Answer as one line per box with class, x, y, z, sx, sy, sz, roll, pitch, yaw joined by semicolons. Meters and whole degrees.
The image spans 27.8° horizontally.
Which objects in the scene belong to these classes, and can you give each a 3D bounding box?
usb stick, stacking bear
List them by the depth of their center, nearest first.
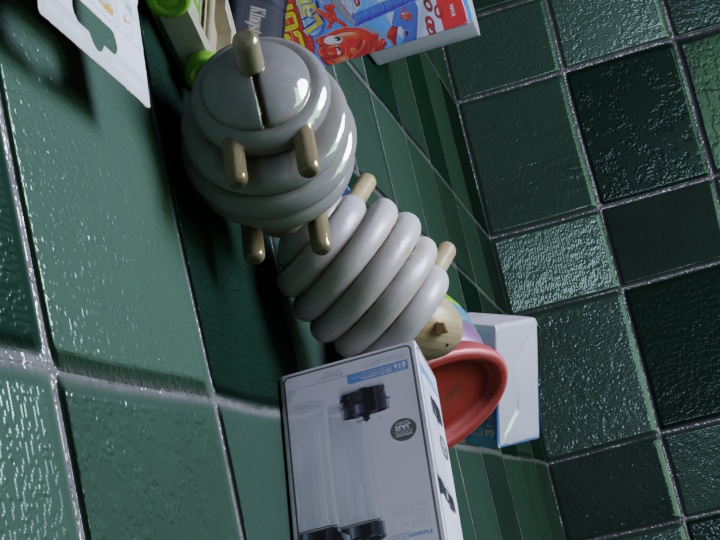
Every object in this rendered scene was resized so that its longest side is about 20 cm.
usb stick;-0.091;-0.200;1.244;0.201;0.055;0.033;-90;-155;-53
stacking bear;0.035;0.055;1.312;0.200;0.113;0.122;50;-27;42

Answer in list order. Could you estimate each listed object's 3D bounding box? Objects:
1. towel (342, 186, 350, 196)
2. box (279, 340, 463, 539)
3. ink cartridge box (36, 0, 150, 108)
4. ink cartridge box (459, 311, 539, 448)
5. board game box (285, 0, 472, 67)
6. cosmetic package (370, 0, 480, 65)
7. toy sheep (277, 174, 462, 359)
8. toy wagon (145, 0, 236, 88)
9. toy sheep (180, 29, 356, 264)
towel;-0.053;-0.100;1.307;0.112;0.048;0.201;-89;161;-54
box;0.009;0.162;1.075;0.060;0.116;0.201;61;18;-52
ink cartridge box;-0.177;-0.207;0.828;0.163;0.057;0.202;42;43;-72
ink cartridge box;0.073;0.099;1.399;0.068;0.199;0.116;-7;97;-46
board game box;-0.012;-0.309;1.417;0.056;0.194;0.202;-63;136;-74
cosmetic package;0.062;-0.421;2.058;0.165;0.163;0.202;21;55;-78
toy sheep;0.000;0.000;1.170;0.199;0.138;0.138;37;16;-5
toy wagon;-0.136;-0.231;1.076;0.156;0.039;0.201;-94;164;-48
toy sheep;-0.064;-0.092;1.014;0.201;0.137;0.139;90;-7;-56
